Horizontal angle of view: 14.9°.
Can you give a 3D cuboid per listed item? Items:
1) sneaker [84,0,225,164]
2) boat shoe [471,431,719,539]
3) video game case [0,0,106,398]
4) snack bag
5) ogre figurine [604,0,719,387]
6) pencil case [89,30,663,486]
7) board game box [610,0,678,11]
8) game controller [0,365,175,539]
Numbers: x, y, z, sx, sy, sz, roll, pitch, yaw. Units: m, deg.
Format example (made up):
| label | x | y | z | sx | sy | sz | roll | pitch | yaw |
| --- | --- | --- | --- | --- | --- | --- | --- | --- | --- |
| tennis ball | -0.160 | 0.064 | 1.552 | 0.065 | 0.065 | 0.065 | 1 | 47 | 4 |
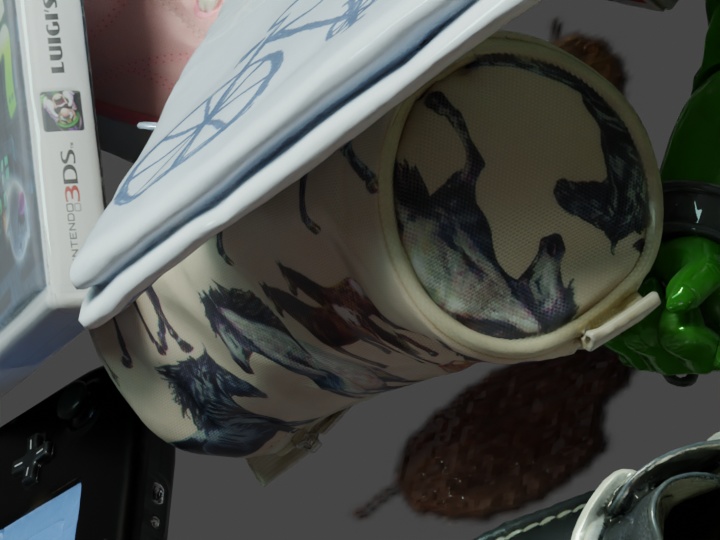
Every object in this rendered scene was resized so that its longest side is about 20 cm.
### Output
| label | x | y | z | sx | sy | sz | roll | pitch | yaw |
| --- | --- | --- | --- | --- | --- | --- | --- | --- | --- |
| sneaker | -0.049 | -0.088 | 0.847 | 0.200 | 0.075 | 0.105 | 15 | 114 | 40 |
| boat shoe | 0.086 | 0.067 | 0.640 | 0.200 | 0.060 | 0.076 | -16 | 48 | 36 |
| video game case | -0.118 | -0.057 | 0.843 | 0.200 | 0.023 | 0.182 | 147 | 117 | -67 |
| snack bag | 0.017 | -0.080 | 0.674 | 0.188 | 0.021 | 0.200 | -37 | 14 | 21 |
| ogre figurine | 0.150 | -0.050 | 0.646 | 0.200 | 0.098 | 0.120 | -34 | 45 | 47 |
| pencil case | 0.000 | 0.000 | 0.716 | 0.078 | 0.089 | 0.200 | -46 | 11 | -27 |
| board game box | 0.104 | -0.165 | 0.757 | 0.200 | 0.035 | 0.126 | -53 | 25 | -5 |
| game controller | -0.100 | 0.121 | 0.795 | 0.104 | 0.042 | 0.200 | -24 | 43 | 29 |
